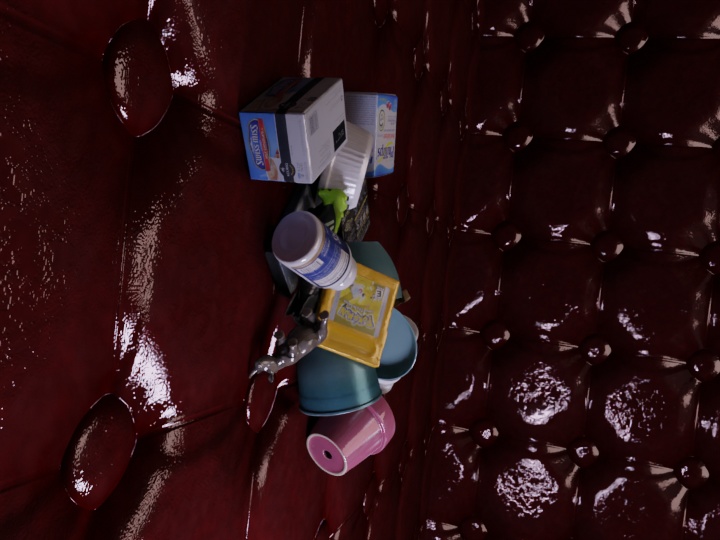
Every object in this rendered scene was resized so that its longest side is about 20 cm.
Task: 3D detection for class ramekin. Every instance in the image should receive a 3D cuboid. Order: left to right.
[{"bbox_3d":[-0.034,-0.231,1.493,0.202,0.092,0.207,-165,-90,-87],"label":"ramekin"}]

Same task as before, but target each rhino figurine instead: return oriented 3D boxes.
[{"bbox_3d":[-0.143,0.156,1.354,0.199,0.060,0.088,-38,152,-19],"label":"rhino figurine"}]

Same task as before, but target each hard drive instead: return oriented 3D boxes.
[{"bbox_3d":[-0.140,-0.063,1.425,0.141,0.032,0.202,77,26,-48],"label":"hard drive"}]

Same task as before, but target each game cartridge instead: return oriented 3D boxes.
[{"bbox_3d":[-0.011,0.089,1.478,0.032,0.174,0.204,-19,-128,61],"label":"game cartridge"}]

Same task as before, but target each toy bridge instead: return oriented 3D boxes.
[{"bbox_3d":[0.032,0.110,1.693,0.028,0.197,0.067,59,-16,9],"label":"toy bridge"}]

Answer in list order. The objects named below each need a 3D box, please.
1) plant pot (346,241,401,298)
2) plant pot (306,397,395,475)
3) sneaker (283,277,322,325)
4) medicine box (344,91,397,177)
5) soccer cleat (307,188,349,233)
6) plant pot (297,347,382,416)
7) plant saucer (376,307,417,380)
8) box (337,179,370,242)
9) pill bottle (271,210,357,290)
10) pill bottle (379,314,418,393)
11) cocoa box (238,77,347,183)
[{"bbox_3d":[0.000,0.000,1.618,0.200,0.196,0.138,-8,96,-72],"label":"plant pot"},{"bbox_3d":[-0.036,0.411,1.707,0.179,0.197,0.204,-39,135,-45],"label":"plant pot"},{"bbox_3d":[-0.120,0.073,1.473,0.200,0.059,0.106,79,29,-77],"label":"sneaker"},{"bbox_3d":[0.020,-0.348,1.714,0.182,0.101,0.205,-33,127,-68],"label":"medicine box"},{"bbox_3d":[-0.084,-0.091,1.444,0.068,0.079,0.203,-94,-161,-54],"label":"soccer cleat"},{"bbox_3d":[-0.059,0.208,1.546,0.200,0.196,0.192,-27,110,-69],"label":"plant pot"},{"bbox_3d":[0.050,0.161,1.596,0.036,0.196,0.204,-35,130,-56],"label":"plant saucer"},{"bbox_3d":[-0.028,-0.127,1.734,0.202,0.048,0.163,-65,157,-45],"label":"box"},{"bbox_3d":[-0.083,-0.031,1.351,0.200,0.109,0.113,39,59,-57],"label":"pill bottle"},{"bbox_3d":[0.069,0.215,1.706,0.111,0.109,0.203,-58,169,-53],"label":"pill bottle"},{"bbox_3d":[-0.119,-0.267,1.253,0.201,0.129,0.136,-59,150,-52],"label":"cocoa box"}]
